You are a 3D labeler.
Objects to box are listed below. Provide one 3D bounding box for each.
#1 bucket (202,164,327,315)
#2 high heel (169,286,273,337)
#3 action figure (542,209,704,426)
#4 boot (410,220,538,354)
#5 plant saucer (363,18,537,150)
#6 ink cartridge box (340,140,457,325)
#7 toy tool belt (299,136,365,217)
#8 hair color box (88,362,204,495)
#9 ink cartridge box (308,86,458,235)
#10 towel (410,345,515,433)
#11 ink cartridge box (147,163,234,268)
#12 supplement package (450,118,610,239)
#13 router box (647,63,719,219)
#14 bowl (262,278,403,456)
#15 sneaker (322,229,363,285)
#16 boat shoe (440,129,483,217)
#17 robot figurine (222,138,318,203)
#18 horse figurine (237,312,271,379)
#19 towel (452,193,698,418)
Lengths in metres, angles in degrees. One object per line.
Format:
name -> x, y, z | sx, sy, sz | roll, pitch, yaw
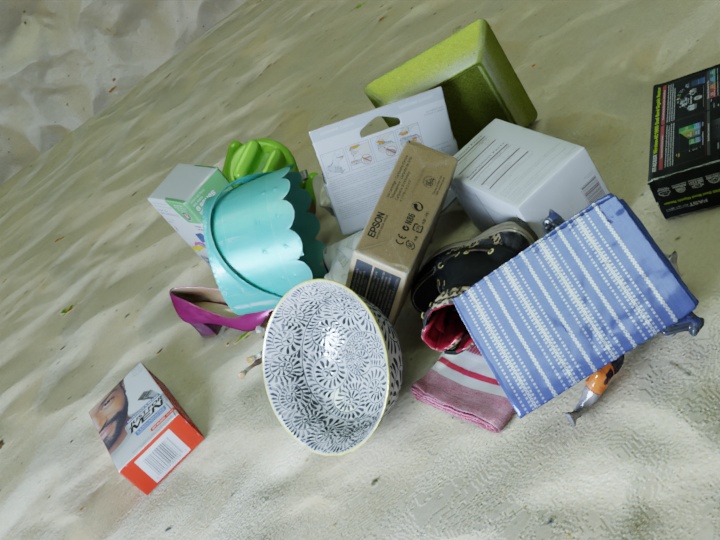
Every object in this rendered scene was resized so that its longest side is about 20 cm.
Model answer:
bucket -> -0.133, -0.038, 1.273 | 0.134, 0.208, 0.208 | -16, 33, 7
high heel -> -0.203, 0.046, 1.366 | 0.199, 0.096, 0.068 | -20, 33, 28
action figure -> 0.239, 0.037, 0.911 | 0.193, 0.105, 0.200 | -34, 54, -5
boot -> 0.108, 0.033, 1.030 | 0.199, 0.073, 0.151 | -28, 18, 43
plant saucer -> 0.138, -0.231, 1.292 | 0.199, 0.200, 0.048 | -27, 41, 17
ink cartridge box -> 0.045, -0.034, 1.116 | 0.075, 0.165, 0.201 | 22, 54, 5
toy tool belt -> -0.011, -0.120, 1.402 | 0.199, 0.123, 0.126 | -28, 66, 27
hair color box -> -0.311, 0.221, 1.275 | 0.111, 0.064, 0.200 | -45, 29, -11
ink cartridge box -> 0.040, -0.159, 1.270 | 0.198, 0.175, 0.044 | -19, 32, 1
towel -> 0.160, 0.084, 1.005 | 0.200, 0.023, 0.144 | -49, 33, -20
ink cartridge box -> -0.232, -0.073, 1.460 | 0.145, 0.200, 0.088 | 13, 59, 52
supplement package -> 0.206, -0.100, 1.116 | 0.109, 0.114, 0.200 | -41, 30, -5
router box -> 0.417, -0.161, 1.028 | 0.149, 0.062, 0.201 | -15, 37, 33
bowl -> -0.015, 0.110, 1.051 | 0.200, 0.203, 0.094 | 1, 2, 41
sneaker -> 0.000, 0.000, 1.235 | 0.099, 0.075, 0.201 | -33, 30, 10
boat shoe -> 0.140, -0.113, 1.253 | 0.200, 0.070, 0.071 | -43, 32, 12
robot figurine -> -0.156, -0.145, 1.490 | 0.174, 0.200, 0.117 | 20, 77, 10
horse figurine -> -0.089, 0.088, 1.224 | 0.199, 0.050, 0.133 | -21, 16, 41
towel -> 0.204, 0.031, 0.863 | 0.199, 0.024, 0.145 | -34, 61, 9
